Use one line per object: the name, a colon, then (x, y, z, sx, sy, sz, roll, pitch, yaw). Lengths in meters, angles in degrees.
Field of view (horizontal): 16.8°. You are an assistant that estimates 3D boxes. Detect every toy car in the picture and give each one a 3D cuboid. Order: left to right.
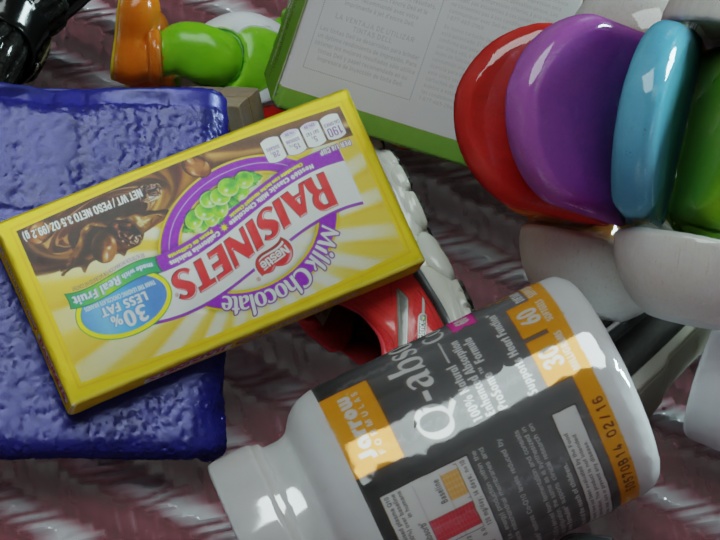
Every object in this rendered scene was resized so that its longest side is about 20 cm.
toy car: (0.126, -0.070, 1.194, 0.149, 0.200, 0.176, 16, 85, -27)

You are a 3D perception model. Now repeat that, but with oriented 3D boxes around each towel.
towel: (-0.141, 0.002, 1.261, 0.146, 0.050, 0.202, 2, 74, -10)

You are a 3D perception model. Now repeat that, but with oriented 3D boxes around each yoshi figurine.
yoshi figurine: (-0.039, -0.136, 1.406, 0.198, 0.113, 0.113, 7, 42, 2)

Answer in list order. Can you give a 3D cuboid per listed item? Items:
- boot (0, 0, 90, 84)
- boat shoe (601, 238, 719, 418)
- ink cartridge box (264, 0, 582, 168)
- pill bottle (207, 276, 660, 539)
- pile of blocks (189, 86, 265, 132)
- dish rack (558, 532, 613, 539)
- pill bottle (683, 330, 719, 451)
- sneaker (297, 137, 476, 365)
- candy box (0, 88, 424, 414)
boot: (-0.185, -0.162, 1.370, 0.079, 0.211, 0.158, 41, 43, -5)
boat shoe: (0.169, 0.015, 1.296, 0.057, 0.067, 0.200, 36, 61, 22)
ink cartridge box: (0.049, -0.168, 1.312, 0.147, 0.201, 0.076, 16, 15, -12)
pill bottle: (0.034, 0.094, 1.177, 0.199, 0.117, 0.117, -25, 52, -5)
pile of blocks: (-0.144, -0.044, 1.345, 0.199, 0.063, 0.082, -15, 27, -5)
dish rack: (0.143, 0.215, 1.128, 0.152, 0.055, 0.201, 8, 50, 9)
pill bottle: (0.269, 0.075, 1.210, 0.199, 0.116, 0.116, 21, 51, 19)
sneaker: (0.000, 0.000, 1.305, 0.084, 0.077, 0.201, -20, 51, -11)
candy box: (-0.076, -0.011, 1.238, 0.199, 0.026, 0.103, -23, 83, -16)
